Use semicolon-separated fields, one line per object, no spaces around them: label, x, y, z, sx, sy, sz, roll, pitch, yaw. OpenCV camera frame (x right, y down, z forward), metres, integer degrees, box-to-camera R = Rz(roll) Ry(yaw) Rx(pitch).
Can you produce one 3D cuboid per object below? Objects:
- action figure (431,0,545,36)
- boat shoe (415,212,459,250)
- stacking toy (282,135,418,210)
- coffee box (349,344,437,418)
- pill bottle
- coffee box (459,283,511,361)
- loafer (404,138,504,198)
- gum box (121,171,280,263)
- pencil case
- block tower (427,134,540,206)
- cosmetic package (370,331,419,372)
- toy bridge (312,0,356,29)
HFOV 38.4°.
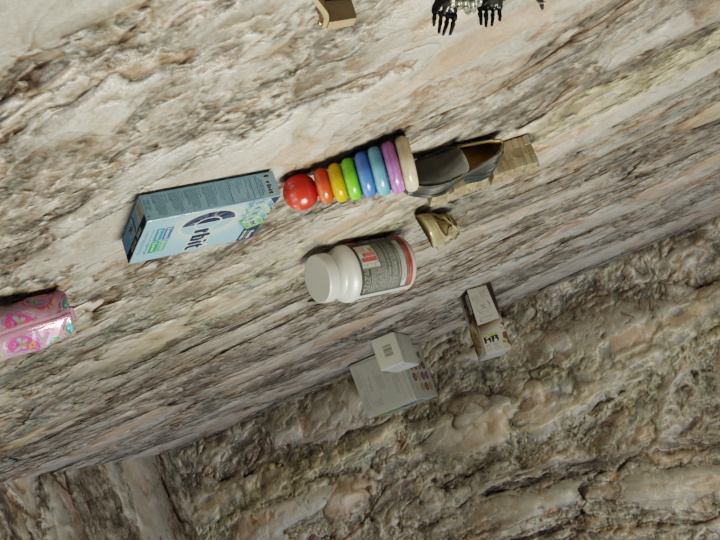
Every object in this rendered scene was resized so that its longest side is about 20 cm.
action figure;0.136;-0.299;1.017;0.119;0.102;0.200;-5;166;-11
boat shoe;0.156;-0.085;2.019;0.065;0.072;0.200;-30;168;7
stacking toy;-0.018;-0.137;1.535;0.200;0.085;0.085;-14;167;1
coffee box;0.118;0.386;3.622;0.200;0.200;0.198;-26;166;24
pill bottle;0.000;0.000;2.024;0.200;0.116;0.116;-11;165;-33
coffee box;0.361;0.151;3.006;0.080;0.200;0.113;-14;167;-10
loafer;0.144;-0.171;1.650;0.200;0.073;0.072;-23;162;-33
gum box;-0.235;-0.077;1.511;0.200;0.045;0.170;-13;165;-24
pencil case;-0.548;0.097;1.621;0.200;0.087;0.087;-21;171;-38
block tower;0.205;-0.171;1.755;0.200;0.054;0.058;-19;168;-5
cosmetic package;0.113;0.263;3.317;0.085;0.108;0.200;-23;166;13
toy bridge;-0.020;-0.287;0.991;0.067;0.027;0.200;-13;166;-17
